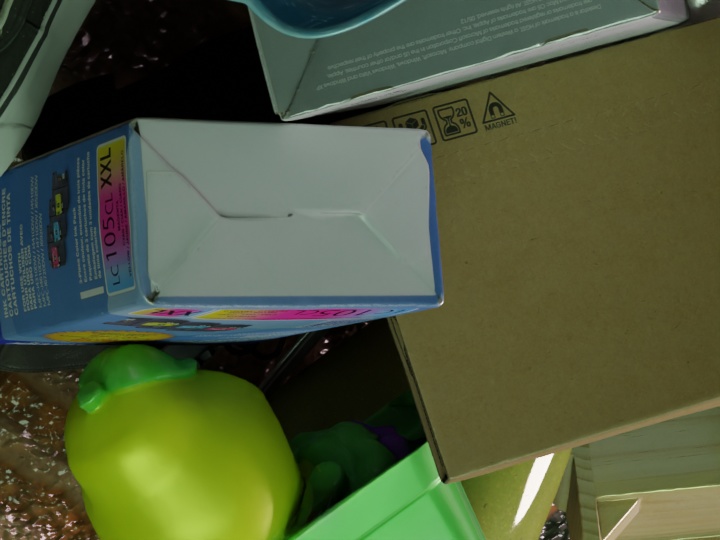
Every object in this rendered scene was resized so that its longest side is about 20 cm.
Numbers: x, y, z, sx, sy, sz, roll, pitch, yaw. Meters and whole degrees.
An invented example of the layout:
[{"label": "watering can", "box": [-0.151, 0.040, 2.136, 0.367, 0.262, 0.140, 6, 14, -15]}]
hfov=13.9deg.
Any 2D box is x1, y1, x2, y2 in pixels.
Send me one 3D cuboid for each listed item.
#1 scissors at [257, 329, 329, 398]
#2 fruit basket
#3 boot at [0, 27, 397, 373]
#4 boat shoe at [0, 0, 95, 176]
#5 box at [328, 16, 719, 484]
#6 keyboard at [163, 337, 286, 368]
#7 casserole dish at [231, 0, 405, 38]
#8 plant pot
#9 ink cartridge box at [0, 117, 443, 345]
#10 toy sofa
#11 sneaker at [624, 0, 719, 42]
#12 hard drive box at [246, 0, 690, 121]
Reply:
[{"label": "scissors", "box": [0.000, 0.000, 1.356, 0.200, 0.014, 0.073, -43, 165, -12]}, {"label": "fruit basket", "box": [-0.056, 0.111, 1.286, 0.214, 0.156, 0.217, 0, 98, -2]}, {"label": "boot", "box": [-0.084, -0.025, 1.373, 0.199, 0.069, 0.174, -11, 146, -18]}, {"label": "boat shoe", "box": [-0.159, -0.106, 1.237, 0.064, 0.201, 0.071, 37, 161, -31]}, {"label": "box", "box": [0.103, -0.012, 1.251, 0.199, 0.164, 0.021, -16, 166, -11]}, {"label": "keyboard", "box": [-0.031, 0.008, 1.376, 0.040, 0.104, 0.200, 48, 116, 3]}, {"label": "casserole dish", "box": [0.021, -0.168, 1.093, 0.200, 0.121, 0.039, -34, 169, 8]}, {"label": "plant pot", "box": [0.014, 0.110, 1.435, 0.187, 0.187, 0.200, 30, 106, -27]}, {"label": "ink cartridge box", "box": [-0.073, -0.011, 1.218, 0.136, 0.077, 0.200, 1, 175, -29]}, {"label": "toy sofa", "box": [0.199, 0.101, 1.501, 0.199, 0.098, 0.083, -6, 154, -1]}, {"label": "sneaker", "box": [0.152, -0.079, 1.338, 0.076, 0.081, 0.201, 3, 126, -6]}, {"label": "hard drive box", "box": [0.047, -0.119, 1.209, 0.155, 0.200, 0.077, -14, 91, 10]}]
